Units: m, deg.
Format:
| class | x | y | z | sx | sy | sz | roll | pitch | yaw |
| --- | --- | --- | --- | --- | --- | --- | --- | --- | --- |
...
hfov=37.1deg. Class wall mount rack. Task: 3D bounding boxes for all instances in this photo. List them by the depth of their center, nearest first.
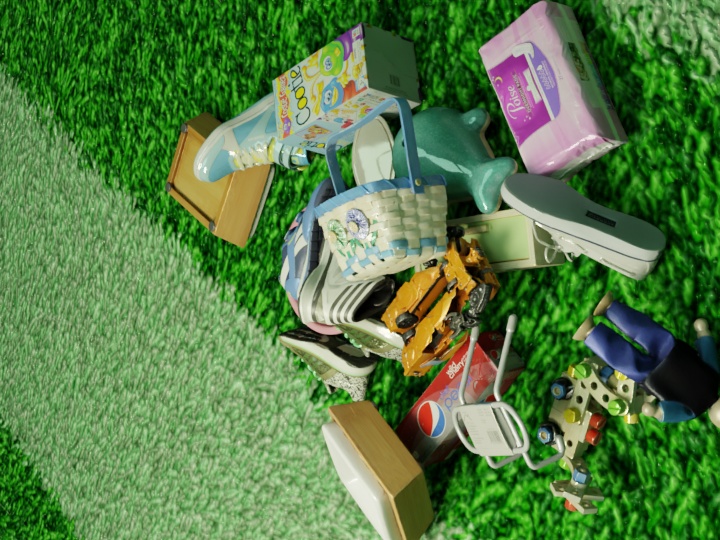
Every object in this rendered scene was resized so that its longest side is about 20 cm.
| class | x | y | z | sx | sy | sz | roll | pitch | yaw |
| --- | --- | --- | --- | --- | --- | --- | --- | --- | --- |
| wall mount rack | 0.166 | 0.151 | 1.284 | 0.174 | 0.075 | 0.200 | 67 | 161 | 2 |

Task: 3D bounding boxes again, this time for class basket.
| class | x | y | z | sx | sy | sz | roll | pitch | yaw |
| --- | --- | --- | --- | --- | --- | --- | --- | --- | --- |
| basket | 0.024 | -0.098 | 1.340 | 0.176 | 0.139 | 0.200 | -27 | 70 | 56 |

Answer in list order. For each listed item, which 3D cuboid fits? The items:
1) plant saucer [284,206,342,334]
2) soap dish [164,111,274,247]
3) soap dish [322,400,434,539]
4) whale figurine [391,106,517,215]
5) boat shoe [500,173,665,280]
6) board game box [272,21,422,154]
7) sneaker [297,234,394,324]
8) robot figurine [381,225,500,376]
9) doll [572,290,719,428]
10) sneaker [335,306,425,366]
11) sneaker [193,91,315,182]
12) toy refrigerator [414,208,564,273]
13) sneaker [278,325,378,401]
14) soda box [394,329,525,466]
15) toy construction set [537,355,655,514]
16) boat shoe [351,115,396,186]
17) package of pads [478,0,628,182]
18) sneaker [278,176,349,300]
| class | x | y | z | sx | sy | sz | roll | pitch | yaw |
| --- | --- | --- | --- | --- | --- | --- | --- | --- | --- |
| plant saucer | -0.036 | -0.006 | 1.607 | 0.200 | 0.051 | 0.201 | 4 | 95 | 46 |
| soap dish | -0.239 | -0.153 | 1.784 | 0.200 | 0.081 | 0.157 | 40 | 119 | 38 |
| soap dish | 0.028 | 0.279 | 1.464 | 0.157 | 0.081 | 0.200 | 50 | 166 | 33 |
| whale figurine | 0.115 | -0.141 | 1.384 | 0.200 | 0.104 | 0.159 | 40 | 107 | 53 |
| boat shoe | 0.254 | -0.042 | 1.272 | 0.202 | 0.075 | 0.086 | 24 | 134 | 13 |
| board game box | -0.023 | -0.256 | 1.536 | 0.200 | 0.105 | 0.103 | -23 | 67 | 43 |
| sneaker | 0.000 | 0.000 | 1.456 | 0.115 | 0.201 | 0.076 | 7 | 139 | 18 |
| robot figurine | 0.104 | 0.038 | 1.363 | 0.200 | 0.058 | 0.145 | -52 | 47 | 37 |
| doll | 0.342 | 0.103 | 1.190 | 0.200 | 0.136 | 0.048 | 39 | 160 | 13 |
| sneaker | 0.001 | 0.085 | 1.507 | 0.200 | 0.077 | 0.089 | 23 | 128 | 10 |
| sneaker | -0.150 | -0.180 | 1.641 | 0.200 | 0.080 | 0.131 | -40 | 62 | -7 |
| toy refrigerator | 0.160 | -0.033 | 1.393 | 0.200 | 0.070 | 0.076 | -7 | 87 | 46 |
| sneaker | -0.057 | 0.143 | 1.625 | 0.200 | 0.077 | 0.089 | 22 | 116 | 45 |
| soda box | 0.132 | 0.172 | 1.435 | 0.070 | 0.063 | 0.200 | 53 | 125 | 28 |
| toy construction set | 0.279 | 0.185 | 1.276 | 0.131 | 0.092 | 0.200 | 30 | 102 | 40 |
| boat shoe | 0.043 | -0.119 | 1.509 | 0.075 | 0.062 | 0.200 | -18 | 85 | 30 |
| package of pads | 0.232 | -0.212 | 1.306 | 0.120 | 0.076 | 0.200 | -34 | 68 | 41 |
| sneaker | -0.073 | -0.047 | 1.557 | 0.082 | 0.074 | 0.200 | 34 | 114 | 42 |
